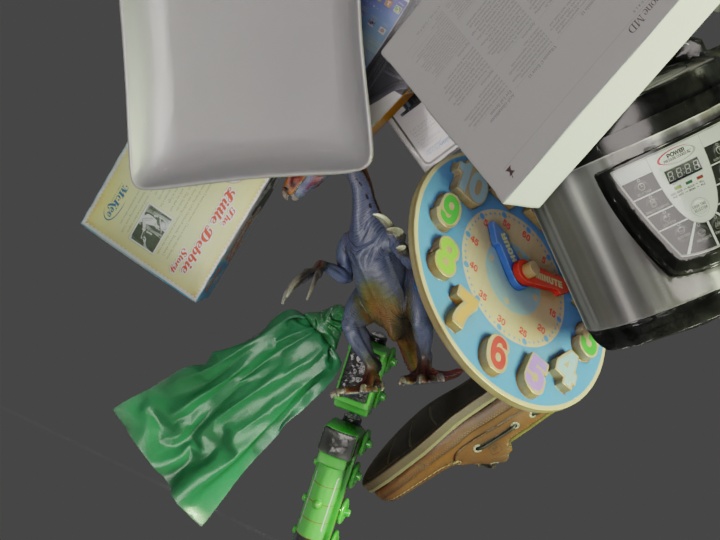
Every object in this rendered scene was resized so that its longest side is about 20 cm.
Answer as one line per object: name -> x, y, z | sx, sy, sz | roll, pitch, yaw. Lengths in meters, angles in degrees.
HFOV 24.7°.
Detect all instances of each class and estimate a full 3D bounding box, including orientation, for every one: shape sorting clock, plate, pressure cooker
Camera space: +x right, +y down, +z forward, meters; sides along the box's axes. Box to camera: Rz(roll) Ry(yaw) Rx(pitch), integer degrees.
shape sorting clock -> 0.111, 0.005, 1.186 | 0.039, 0.200, 0.200 | -31, 90, 38
plate -> -0.081, -0.163, 1.186 | 0.199, 0.032, 0.201 | -4, 90, 25
pressure cooker -> 0.203, -0.062, 1.161 | 0.178, 0.176, 0.200 | -23, 92, 39

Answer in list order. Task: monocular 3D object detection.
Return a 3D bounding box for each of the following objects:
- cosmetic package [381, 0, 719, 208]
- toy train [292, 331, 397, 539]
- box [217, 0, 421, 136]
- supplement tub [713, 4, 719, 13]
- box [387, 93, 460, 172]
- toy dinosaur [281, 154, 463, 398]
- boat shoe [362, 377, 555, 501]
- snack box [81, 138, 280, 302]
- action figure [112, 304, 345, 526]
cosmetic package -> 0.124, -0.164, 1.079 | 0.200, 0.052, 0.151 | -50, 59, 25
toy train -> -0.017, 0.144, 1.302 | 0.042, 0.056, 0.201 | 19, 101, 10
box -> -0.011, -0.164, 1.203 | 0.119, 0.041, 0.200 | 46, 108, 4
supplement tub -> 0.208, -0.260, 1.153 | 0.199, 0.132, 0.132 | 16, 101, 9
box -> 0.042, -0.187, 1.239 | 0.117, 0.060, 0.200 | -37, 88, 15
toy dinosaur -> 0.000, 0.000, 1.220 | 0.105, 0.200, 0.182 | -10, 85, 12
boat shoe -> 0.091, 0.123, 1.265 | 0.200, 0.072, 0.068 | -40, 104, 18
snack box -> -0.123, -0.089, 1.303 | 0.116, 0.037, 0.200 | 34, 104, 7
action figure -> -0.085, 0.095, 1.312 | 0.200, 0.055, 0.118 | -39, 87, 8
